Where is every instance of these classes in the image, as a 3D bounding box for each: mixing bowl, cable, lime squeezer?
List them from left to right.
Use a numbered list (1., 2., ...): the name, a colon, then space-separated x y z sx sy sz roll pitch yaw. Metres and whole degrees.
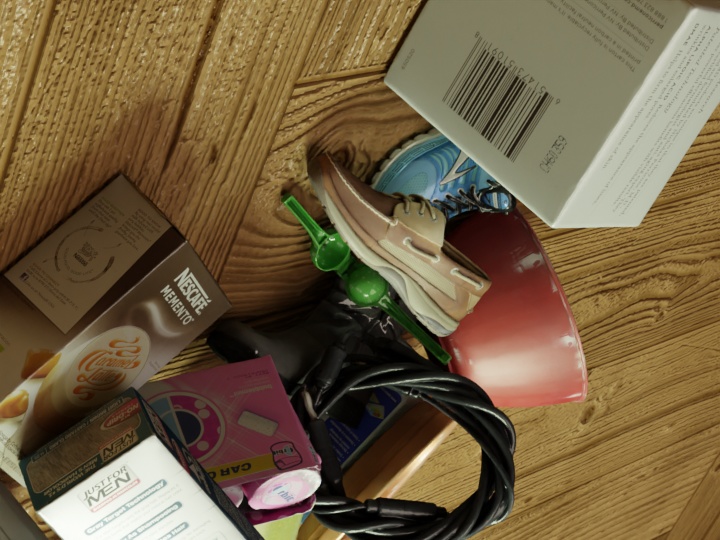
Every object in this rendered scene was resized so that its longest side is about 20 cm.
1. lime squeezer: 0.000 0.000 1.492 0.200 0.071 0.038 46 69 -21
2. cable: 0.031 0.149 1.474 0.163 0.200 0.051 -54 174 -21
3. mixing bowl: 0.111 0.044 1.628 0.108 0.200 0.200 -22 148 -7

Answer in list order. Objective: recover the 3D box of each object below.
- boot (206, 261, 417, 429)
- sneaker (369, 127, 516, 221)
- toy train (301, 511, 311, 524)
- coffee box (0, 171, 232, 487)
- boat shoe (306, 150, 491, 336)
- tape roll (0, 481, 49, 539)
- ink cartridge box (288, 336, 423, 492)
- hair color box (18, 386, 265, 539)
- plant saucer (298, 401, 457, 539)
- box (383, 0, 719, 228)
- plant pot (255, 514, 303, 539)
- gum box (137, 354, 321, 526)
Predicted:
1. boot: -0.038 0.043 1.541 0.200 0.070 0.132 32 84 -52
2. sneaker: 0.085 -0.076 1.512 0.200 0.090 0.078 -40 152 -3
3. toy train: -0.008 0.150 1.699 0.200 0.087 0.114 -45 143 3
4. coffee box: -0.202 0.043 1.285 0.200 0.080 0.114 -42 152 -8
5. boat shoe: 0.032 -0.032 1.458 0.072 0.076 0.200 -39 125 8
6. tape roll: -0.311 0.269 1.373 0.203 0.139 0.203 -33 150 -22
7. ink cartridge box: -0.028 0.134 1.629 0.200 0.095 0.037 -46 155 -1
8. hair color box: -0.146 0.183 1.311 0.100 0.061 0.200 -34 130 0
9. plant saucer: 0.013 0.183 1.593 0.200 0.037 0.200 -46 172 -8
10. box: 0.161 -0.166 1.382 0.131 0.199 0.200 -3 130 -53
11. plant pot: -0.138 0.239 1.547 0.200 0.200 0.184 5 112 -56
12. gum box: -0.137 0.145 1.410 0.200 0.114 0.066 -12 141 -17
